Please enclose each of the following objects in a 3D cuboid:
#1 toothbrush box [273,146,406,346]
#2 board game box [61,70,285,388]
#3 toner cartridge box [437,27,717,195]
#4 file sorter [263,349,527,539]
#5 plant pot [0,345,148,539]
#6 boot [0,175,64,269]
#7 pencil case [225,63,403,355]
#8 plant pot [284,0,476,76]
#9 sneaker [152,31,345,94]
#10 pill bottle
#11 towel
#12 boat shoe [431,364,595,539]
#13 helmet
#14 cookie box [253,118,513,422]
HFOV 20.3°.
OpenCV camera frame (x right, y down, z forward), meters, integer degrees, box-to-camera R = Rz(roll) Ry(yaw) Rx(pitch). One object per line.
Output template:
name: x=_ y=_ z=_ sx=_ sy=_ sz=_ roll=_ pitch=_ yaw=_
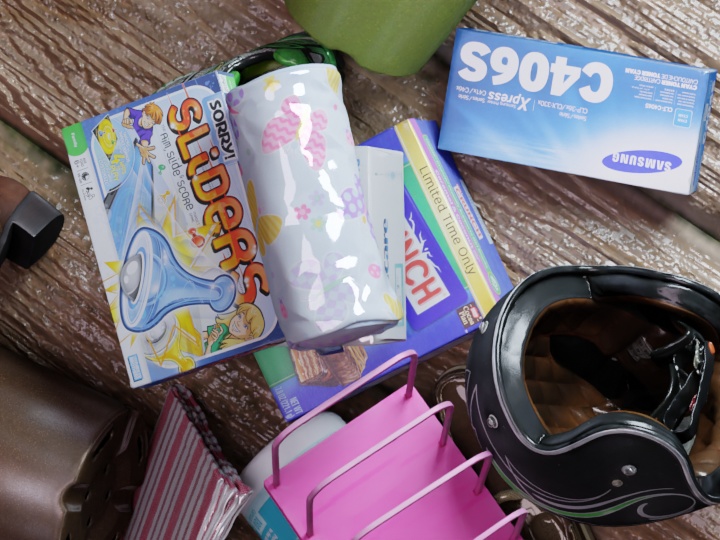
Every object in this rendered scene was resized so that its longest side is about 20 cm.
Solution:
toothbrush box: x=-0.070 y=-0.017 z=1.514 sx=0.198 sy=0.085 sz=0.148 roll=-2 pitch=90 yaw=20
board game box: x=-0.130 y=-0.029 z=1.472 sx=0.134 sy=0.034 sz=0.202 roll=-19 pitch=84 yaw=18
toner cartridge box: x=0.164 y=-0.123 z=1.529 sx=0.198 sy=0.043 sz=0.096 roll=11 pitch=100 yaw=16
file sorter: x=0.039 y=0.182 z=1.457 sx=0.138 sy=0.126 sz=0.201 roll=-32 pitch=72 yaw=-13
plant pot: x=-0.290 y=0.154 z=1.619 sx=0.197 sy=0.200 sz=0.202 roll=18 pitch=101 yaw=15
boot: x=-0.369 y=-0.051 z=1.635 sx=0.199 sy=0.188 sz=0.069 roll=32 pitch=136 yaw=10
pencil case: x=-0.032 y=-0.044 z=1.412 sx=0.090 sy=0.083 sz=0.202 roll=-14 pitch=84 yaw=-19
plant pot: x=0.037 y=-0.254 z=1.495 sx=0.199 sy=0.200 sz=0.191 roll=36 pitch=118 yaw=11
sneaker: x=-0.113 y=-0.134 z=1.593 sx=0.199 sy=0.085 sz=0.079 roll=-28 pitch=88 yaw=19
pill bottle: x=-0.002 y=0.217 z=1.570 sx=0.111 sy=0.111 sz=0.200 roll=-46 pitch=72 yaw=17
towel: x=-0.144 y=0.194 z=1.602 sx=0.030 sy=0.200 sz=0.148 roll=16 pitch=104 yaw=-23
boat shoe: x=0.120 y=0.164 z=1.557 sx=0.075 sy=0.075 sz=0.203 roll=-37 pitch=85 yaw=18
helmet: x=0.175 y=0.092 z=1.470 sx=0.189 sy=0.199 sz=0.202 roll=1 pitch=97 yaw=31
cookie box: x=0.000 y=0.000 z=1.577 sx=0.199 sy=0.075 sz=0.172 roll=-27 pitch=86 yaw=17
